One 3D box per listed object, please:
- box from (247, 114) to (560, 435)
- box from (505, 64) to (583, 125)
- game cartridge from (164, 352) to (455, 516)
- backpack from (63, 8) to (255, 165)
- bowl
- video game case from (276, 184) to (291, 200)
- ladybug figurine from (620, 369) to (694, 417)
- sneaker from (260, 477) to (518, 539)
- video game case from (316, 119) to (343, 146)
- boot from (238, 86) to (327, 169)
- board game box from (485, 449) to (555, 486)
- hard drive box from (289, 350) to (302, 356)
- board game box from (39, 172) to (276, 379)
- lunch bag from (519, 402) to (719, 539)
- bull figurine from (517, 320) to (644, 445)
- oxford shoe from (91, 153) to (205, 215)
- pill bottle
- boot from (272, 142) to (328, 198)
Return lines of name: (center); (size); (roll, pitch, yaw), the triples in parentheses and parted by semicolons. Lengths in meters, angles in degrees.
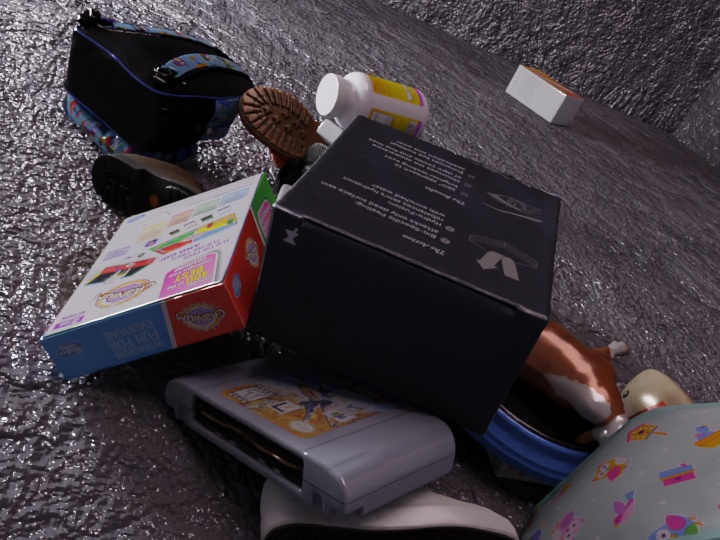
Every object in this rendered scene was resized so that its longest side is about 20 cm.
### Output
box: (0.043, -0.010, 0.550); (0.195, 0.118, 0.200); (23, 34, 5)
box: (0.584, -0.556, 2.188); (0.124, 0.098, 0.200); (-6, 43, -47)
game cartridge: (-0.036, 0.110, 0.511); (0.199, 0.042, 0.132); (16, 19, 41)
backpack: (-0.240, -0.223, 0.860); (0.182, 0.135, 0.199); (38, 30, 20)
bowl: (0.171, 0.120, 0.683); (0.199, 0.040, 0.201); (20, 29, -11)
video game case: (0.000, 0.000, 0.663); (0.198, 0.023, 0.182); (23, 30, -9)
ladybug figurine: (0.313, 0.197, 0.680); (0.071, 0.136, 0.201); (-22, 57, 1)
sneaker: (0.025, 0.169, 0.508); (0.198, 0.073, 0.085); (16, 32, -19)
video game case: (0.051, -0.076, 0.800); (0.200, 0.024, 0.182); (43, 1, 31)
boot: (-0.098, -0.166, 0.906); (0.106, 0.076, 0.199); (-5, -24, 42)
board game box: (0.172, 0.138, 0.733); (0.125, 0.035, 0.201); (16, 30, -20)
hard drive box: (-0.009, 0.009, 0.743); (0.198, 0.077, 0.156); (2, 38, -40)
board game box: (-0.155, -0.005, 0.577); (0.151, 0.041, 0.201); (-16, 29, 11)
lunch bag: (0.199, 0.195, 0.477); (0.122, 0.201, 0.170); (42, 29, 8)
bull figurine: (0.187, 0.086, 0.644); (0.199, 0.066, 0.121); (37, 29, 17)
oxford shoe: (-0.182, -0.069, 0.725); (0.199, 0.073, 0.084); (36, 27, 15)
pill bottle: (0.021, -0.298, 1.249); (0.198, 0.105, 0.105); (6, 35, -36)
boot: (-0.015, -0.092, 0.838); (0.137, 0.078, 0.200); (19, -1, -24)
